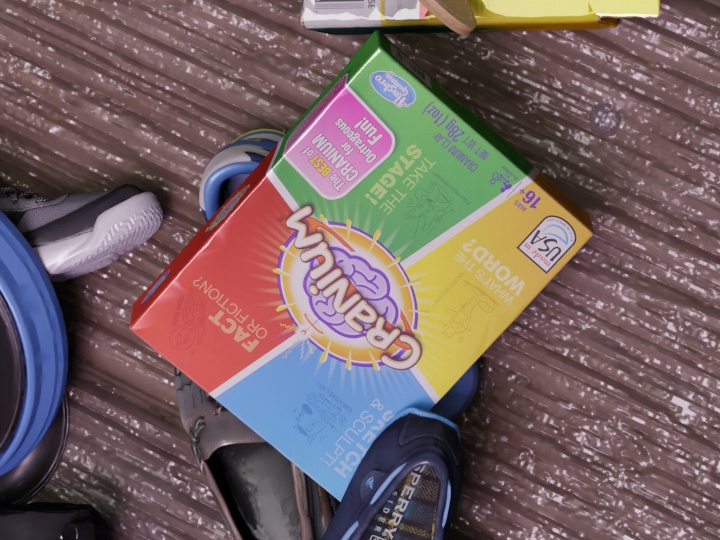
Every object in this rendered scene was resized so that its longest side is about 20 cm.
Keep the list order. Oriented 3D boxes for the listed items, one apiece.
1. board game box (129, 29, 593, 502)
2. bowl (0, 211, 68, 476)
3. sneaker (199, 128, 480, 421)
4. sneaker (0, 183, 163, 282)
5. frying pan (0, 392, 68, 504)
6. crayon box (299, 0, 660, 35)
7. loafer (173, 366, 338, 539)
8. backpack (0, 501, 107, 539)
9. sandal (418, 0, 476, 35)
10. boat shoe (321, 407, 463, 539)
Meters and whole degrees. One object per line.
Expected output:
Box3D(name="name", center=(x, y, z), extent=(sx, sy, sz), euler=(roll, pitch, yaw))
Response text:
Box3D(name="board game box", center=(0.000, 0.000, 1.433), extent=(0.153, 0.040, 0.200), euler=(39, 103, -12))
Box3D(name="bowl", center=(-0.262, 0.037, 1.526), extent=(0.199, 0.039, 0.202), euler=(7, 114, 17))
Box3D(name="sneaker", center=(-0.018, 0.009, 1.492), extent=(0.200, 0.082, 0.074), euler=(46, 101, 8))
Box3D(name="sneaker", center=(-0.214, -0.041, 1.553), extent=(0.199, 0.075, 0.115), euler=(-18, 88, 19))
Box3D(name="frying pan", center=(-0.261, 0.090, 1.597), extent=(0.189, 0.031, 0.116), euler=(-8, 88, 14))
Box3D(name="crayon box", center=(0.069, -0.193, 1.478), extent=(0.199, 0.051, 0.128), euler=(1, 91, 18))
Box3D(name="loafer", center=(-0.055, 0.106, 1.514), extent=(0.072, 0.063, 0.201), euler=(-24, 84, 16))
Box3D(name="backpack", center=(-0.208, 0.231, 1.529), extent=(0.166, 0.127, 0.201), euler=(-2, 89, 14))
Box3D(name="sandal", center=(0.017, -0.228, 1.428), extent=(0.070, 0.078, 0.212), euler=(-39, 74, 20))
Box3D(name="boat shoe", center=(-0.002, 0.169, 1.428), extent=(0.084, 0.069, 0.201), euler=(11, 106, -3))
